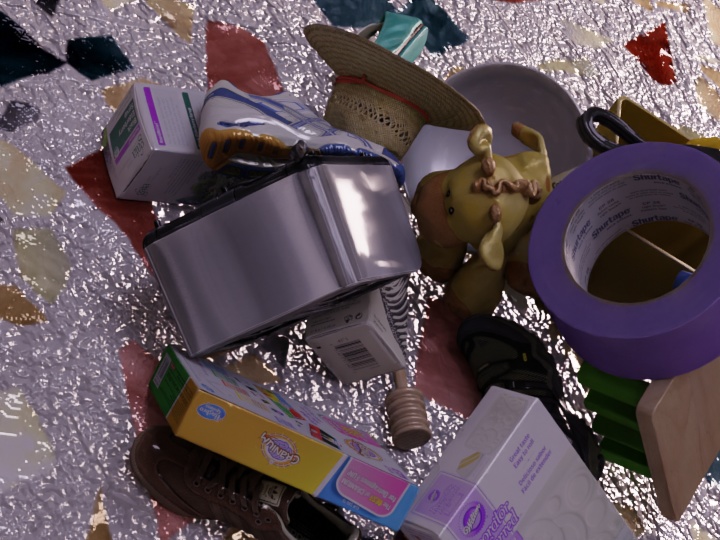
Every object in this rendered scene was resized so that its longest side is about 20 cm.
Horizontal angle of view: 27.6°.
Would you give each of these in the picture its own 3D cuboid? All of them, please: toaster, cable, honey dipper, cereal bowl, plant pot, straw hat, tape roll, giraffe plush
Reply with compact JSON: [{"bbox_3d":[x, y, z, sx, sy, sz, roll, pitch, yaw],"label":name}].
[{"bbox_3d":[-0.064,-0.018,1.223,0.119,0.180,0.200,67,21,5],"label":"toaster"},{"bbox_3d":[0.303,-0.104,1.480,0.199,0.050,0.098,9,69,-18],"label":"cable"},{"bbox_3d":[0.031,0.075,1.381,0.038,0.038,0.201,14,45,-29],"label":"honey dipper"},{"bbox_3d":[0.144,-0.109,1.520,0.201,0.200,0.083,56,7,14],"label":"cereal bowl"},{"bbox_3d":[0.292,-0.024,1.552,0.199,0.176,0.201,30,43,-15],"label":"plant pot"},{"bbox_3d":[0.013,-0.148,1.404,0.200,0.201,0.085,30,84,-15],"label":"straw hat"},{"bbox_3d":[0.257,-0.010,1.316,0.085,0.199,0.201,53,23,-52],"label":"tape roll"},{"bbox_3d":[0.119,-0.054,1.382,0.173,0.200,0.162,56,19,14],"label":"giraffe plush"}]

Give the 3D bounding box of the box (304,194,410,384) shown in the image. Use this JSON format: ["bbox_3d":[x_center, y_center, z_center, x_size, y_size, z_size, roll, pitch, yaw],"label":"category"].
[{"bbox_3d":[0.000,0.000,1.369,0.082,0.068,0.201,52,31,-43],"label":"box"}]

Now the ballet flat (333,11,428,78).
[{"bbox_3d":[0.010,-0.220,1.588,0.070,0.068,0.200,20,41,10],"label":"ballet flat"}]

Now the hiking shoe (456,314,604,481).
[{"bbox_3d":[0.149,0.131,1.391,0.100,0.076,0.200,-24,74,-49],"label":"hiking shoe"}]

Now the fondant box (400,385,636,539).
[{"bbox_3d":[0.134,0.217,1.221,0.144,0.058,0.200,-51,124,-21],"label":"fondant box"}]

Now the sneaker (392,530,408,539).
[{"bbox_3d":[0.089,0.214,1.266,0.075,0.090,0.200,39,42,-4],"label":"sneaker"}]

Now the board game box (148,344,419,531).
[{"bbox_3d":[-0.065,0.133,1.184,0.199,0.041,0.153,26,2,-18],"label":"board game box"}]

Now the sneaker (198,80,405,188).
[{"bbox_3d":[-0.049,-0.122,1.322,0.199,0.075,0.089,15,48,-26],"label":"sneaker"}]

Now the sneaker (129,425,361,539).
[{"bbox_3d":[-0.085,0.174,1.168,0.199,0.076,0.071,31,55,-15],"label":"sneaker"}]

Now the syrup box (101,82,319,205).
[{"bbox_3d":[-0.132,-0.112,1.367,0.199,0.079,0.082,4,55,-35],"label":"syrup box"}]

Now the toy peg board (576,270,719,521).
[{"bbox_3d":[0.299,0.100,1.419,0.097,0.200,0.200,21,62,32],"label":"toy peg board"}]
